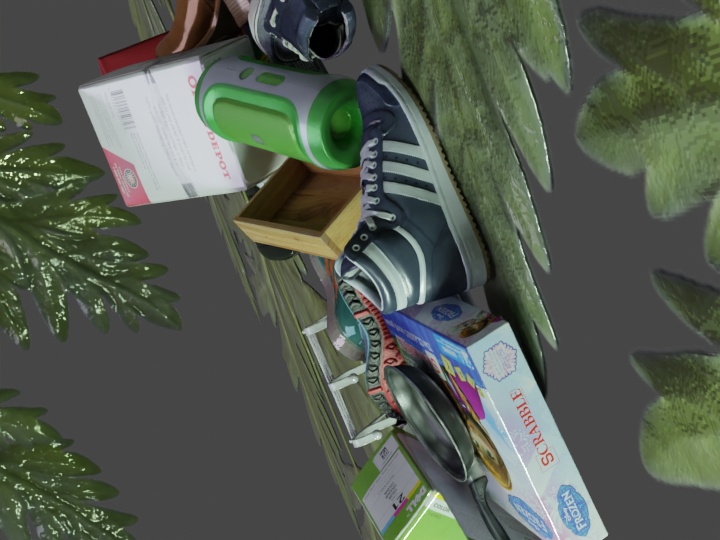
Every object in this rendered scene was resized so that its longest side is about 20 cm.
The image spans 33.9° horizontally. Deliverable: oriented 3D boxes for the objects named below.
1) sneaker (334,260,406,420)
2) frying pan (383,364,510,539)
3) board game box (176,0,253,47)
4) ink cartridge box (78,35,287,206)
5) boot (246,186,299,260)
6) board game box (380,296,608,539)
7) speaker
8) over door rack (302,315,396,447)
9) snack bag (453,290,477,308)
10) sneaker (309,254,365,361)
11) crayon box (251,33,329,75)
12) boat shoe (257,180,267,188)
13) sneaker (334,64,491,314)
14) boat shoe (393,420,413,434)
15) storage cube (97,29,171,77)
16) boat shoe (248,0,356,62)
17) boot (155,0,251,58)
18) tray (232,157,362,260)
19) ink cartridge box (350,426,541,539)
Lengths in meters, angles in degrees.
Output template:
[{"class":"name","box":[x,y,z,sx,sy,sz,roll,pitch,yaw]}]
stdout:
[{"class":"sneaker","box":[0.032,0.044,1.108,0.096,0.079,0.200,-94,-11,-66]},{"class":"frying pan","box":[0.079,0.146,0.961,0.190,0.031,0.115,47,164,34]},{"class":"board game box","box":[-0.153,-0.287,1.355,0.134,0.029,0.200,-4,110,54]},{"class":"ink cartridge box","box":[-0.188,-0.156,1.266,0.200,0.083,0.147,-4,113,40]},{"class":"boot","box":[-0.095,-0.114,1.474,0.138,0.077,0.201,-6,-85,-75]},{"class":"board game box","box":[0.101,0.114,0.970,0.200,0.041,0.200,63,168,-17]},{"class":"speaker","box":[-0.069,-0.147,1.089,0.200,0.088,0.089,21,136,47]},{"class":"over door rack","box":[0.008,0.104,1.357,0.148,0.066,0.200,68,-166,-2]},{"class":"snack bag","box":[0.071,0.035,1.094,0.200,0.021,0.189,118,127,-76]},{"class":"sneaker","box":[0.000,0.000,1.265,0.080,0.071,0.200,-50,36,31]},{"class":"crayon box","box":[-0.062,-0.158,1.258,0.127,0.051,0.200,61,168,25]},{"class":"boat shoe","box":[-0.099,-0.106,1.356,0.202,0.065,0.074,46,-160,-22]},{"class":"sneaker","box":[0.014,-0.062,0.936,0.070,0.108,0.200,115,131,-74]},{"class":"boat shoe","box":[0.061,0.154,1.273,0.072,0.060,0.202,165,82,-79]},{"class":"storage cube","box":[-0.247,-0.226,1.662,0.200,0.179,0.171,65,169,4]},{"class":"boat shoe","box":[-0.050,-0.210,1.028,0.200,0.074,0.093,106,147,-72]},{"class":"boot","box":[-0.185,-0.316,1.277,0.200,0.077,0.156,-22,98,48]},{"class":"tray","box":[-0.039,-0.064,1.101,0.037,0.099,0.200,46,165,-24]},{"class":"ink cartridge box","box":[0.097,0.245,1.063,0.148,0.076,0.200,28,-166,-33]}]
